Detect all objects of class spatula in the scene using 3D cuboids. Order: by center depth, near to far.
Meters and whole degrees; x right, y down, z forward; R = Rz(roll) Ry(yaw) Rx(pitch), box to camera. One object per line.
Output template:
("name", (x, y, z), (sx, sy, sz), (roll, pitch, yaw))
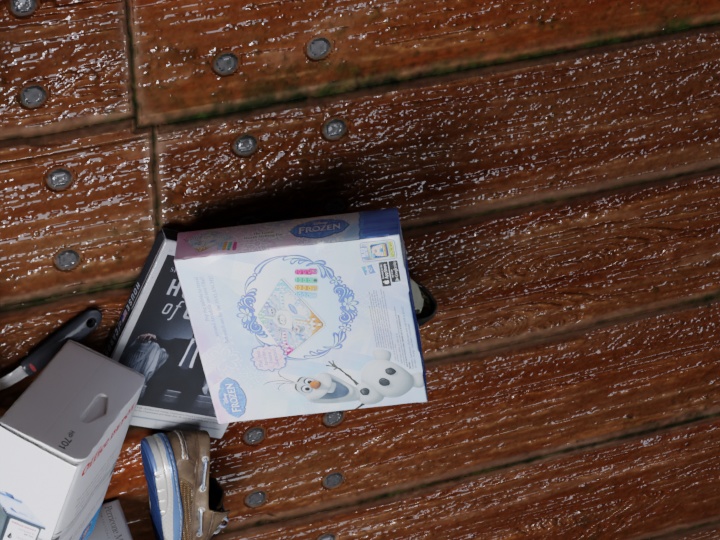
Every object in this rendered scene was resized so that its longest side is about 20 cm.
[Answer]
("spatula", (-0.314, 0.095, 1.622), (0.199, 0.021, 0.057), (-33, 127, 0))

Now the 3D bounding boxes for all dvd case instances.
("dvd case", (-0.155, 0.062, 1.669), (0.149, 0.025, 0.201), (12, 119, -31))

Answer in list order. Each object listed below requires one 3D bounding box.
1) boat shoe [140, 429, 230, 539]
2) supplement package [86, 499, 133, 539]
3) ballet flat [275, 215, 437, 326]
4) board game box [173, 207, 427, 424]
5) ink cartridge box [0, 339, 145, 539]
("boat shoe", (-0.163, 0.233, 1.750), (0.072, 0.073, 0.201), (-15, 137, -14))
("supplement package", (-0.303, 0.324, 1.729), (0.198, 0.122, 0.121), (-15, 129, -14))
("ballet flat", (0.000, 0.000, 1.662), (0.199, 0.068, 0.069), (29, 65, -42))
("board game box", (-0.049, 0.043, 1.619), (0.197, 0.044, 0.201), (-7, 130, 5))
("ink cartridge box", (-0.276, 0.186, 1.604), (0.085, 0.147, 0.201), (25, 123, 5))
